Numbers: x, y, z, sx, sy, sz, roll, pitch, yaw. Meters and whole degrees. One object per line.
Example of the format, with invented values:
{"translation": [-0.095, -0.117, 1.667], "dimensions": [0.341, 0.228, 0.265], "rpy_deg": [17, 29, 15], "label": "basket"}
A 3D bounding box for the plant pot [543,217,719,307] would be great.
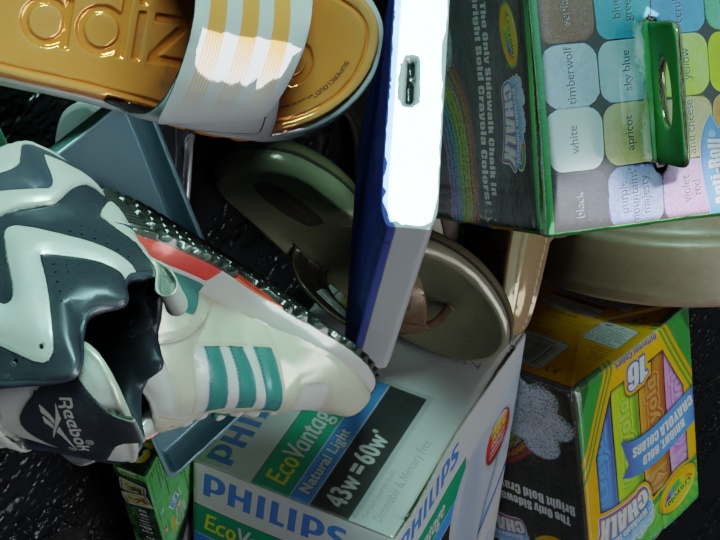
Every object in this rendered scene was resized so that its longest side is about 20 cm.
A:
{"translation": [0.207, -0.087, 1.198], "dimensions": [0.200, 0.200, 0.175], "rpy_deg": [-17, 114, -46], "label": "plant pot"}

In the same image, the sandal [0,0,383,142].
{"translation": [-0.087, -0.096, 0.788], "dimensions": [0.206, 0.059, 0.079], "rpy_deg": [4, 97, -16], "label": "sandal"}

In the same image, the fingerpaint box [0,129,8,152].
{"translation": [-0.218, 0.005, 0.786], "dimensions": [0.167, 0.073, 0.200], "rpy_deg": [-43, 145, -22], "label": "fingerpaint box"}

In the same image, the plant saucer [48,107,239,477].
{"translation": [-0.100, 0.009, 0.884], "dimensions": [0.070, 0.019, 0.200], "rpy_deg": [-42, 135, -25], "label": "plant saucer"}

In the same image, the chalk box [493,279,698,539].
{"translation": [0.135, 0.115, 1.218], "dimensions": [0.124, 0.125, 0.200], "rpy_deg": [-33, 128, -36], "label": "chalk box"}

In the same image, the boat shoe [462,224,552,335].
{"translation": [0.108, -0.051, 1.104], "dimensions": [0.064, 0.071, 0.200], "rpy_deg": [17, 72, -18], "label": "boat shoe"}

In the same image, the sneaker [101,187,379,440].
{"translation": [-0.076, 0.040, 0.869], "dimensions": [0.093, 0.070, 0.200], "rpy_deg": [-55, 139, 1], "label": "sneaker"}

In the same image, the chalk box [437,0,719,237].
{"translation": [0.116, -0.085, 0.891], "dimensions": [0.124, 0.200, 0.125], "rpy_deg": [-7, 98, -19], "label": "chalk box"}

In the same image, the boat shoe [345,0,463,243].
{"translation": [0.030, -0.074, 1.058], "dimensions": [0.060, 0.072, 0.200], "rpy_deg": [-41, 140, -18], "label": "boat shoe"}

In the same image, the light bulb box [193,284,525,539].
{"translation": [-0.002, 0.144, 1.108], "dimensions": [0.198, 0.125, 0.200], "rpy_deg": [-53, 155, -46], "label": "light bulb box"}

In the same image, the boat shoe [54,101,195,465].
{"translation": [-0.117, 0.003, 0.932], "dimensions": [0.068, 0.072, 0.200], "rpy_deg": [-17, 124, -44], "label": "boat shoe"}

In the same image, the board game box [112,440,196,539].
{"translation": [-0.093, 0.117, 1.048], "dimensions": [0.200, 0.023, 0.105], "rpy_deg": [87, 27, -55], "label": "board game box"}

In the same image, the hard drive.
{"translation": [0.015, -0.046, 0.878], "dimensions": [0.200, 0.025, 0.132], "rpy_deg": [104, -9, -70], "label": "hard drive"}

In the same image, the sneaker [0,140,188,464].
{"translation": [-0.149, 0.051, 0.727], "dimensions": [0.199, 0.130, 0.080], "rpy_deg": [-43, 145, -22], "label": "sneaker"}

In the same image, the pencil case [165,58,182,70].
{"translation": [-0.036, -0.169, 0.867], "dimensions": [0.092, 0.085, 0.200], "rpy_deg": [35, 89, -44], "label": "pencil case"}

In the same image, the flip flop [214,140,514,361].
{"translation": [0.000, 0.000, 1.015], "dimensions": [0.200, 0.081, 0.058], "rpy_deg": [37, 47, -32], "label": "flip flop"}
